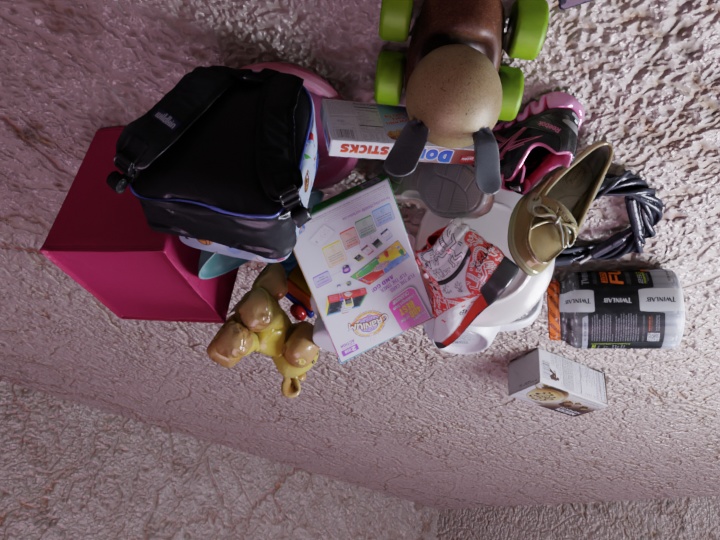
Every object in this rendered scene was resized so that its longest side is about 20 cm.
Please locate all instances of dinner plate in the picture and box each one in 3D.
[{"bbox_3d":[0.171,-0.025,0.755,0.192,0.209,0.024,6,-179,5],"label":"dinner plate"}]

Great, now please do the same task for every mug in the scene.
[{"bbox_3d":[0.181,0.029,0.848,0.192,0.181,0.149,4,150,8],"label":"mug"}]

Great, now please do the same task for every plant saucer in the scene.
[{"bbox_3d":[-0.138,-0.060,0.734,0.037,0.198,0.199,55,140,2],"label":"plant saucer"},{"bbox_3d":[-0.093,-0.183,0.698,0.193,0.052,0.203,7,148,4],"label":"plant saucer"}]

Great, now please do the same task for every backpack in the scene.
[{"bbox_3d":[-0.124,-0.115,0.581,0.193,0.196,0.155,13,154,2],"label":"backpack"}]

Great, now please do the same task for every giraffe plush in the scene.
[{"bbox_3d":[-0.130,0.106,0.865,0.161,0.175,0.199,39,169,-11],"label":"giraffe plush"}]

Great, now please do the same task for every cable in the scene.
[{"bbox_3d":[0.340,-0.063,0.777,0.157,0.052,0.202,8,149,2],"label":"cable"}]

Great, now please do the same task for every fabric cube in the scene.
[{"bbox_3d":[-0.292,-0.062,0.804,0.189,0.205,0.202,2,149,13],"label":"fabric cube"}]

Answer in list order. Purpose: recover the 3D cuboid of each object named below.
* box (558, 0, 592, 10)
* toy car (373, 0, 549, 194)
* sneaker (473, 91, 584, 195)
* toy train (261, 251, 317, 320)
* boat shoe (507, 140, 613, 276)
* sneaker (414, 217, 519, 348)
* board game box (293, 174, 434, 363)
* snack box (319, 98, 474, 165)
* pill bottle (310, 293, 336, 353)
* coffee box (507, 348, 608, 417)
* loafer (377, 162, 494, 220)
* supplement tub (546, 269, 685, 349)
[{"bbox_3d":[0.218,-0.289,0.357,0.194,0.136,0.115,-8,143,26],"label":"box"},{"bbox_3d":[0.087,-0.159,0.536,0.158,0.206,0.159,8,150,2],"label":"toy car"},{"bbox_3d":[0.177,-0.129,0.670,0.078,0.098,0.197,26,147,-31],"label":"sneaker"},{"bbox_3d":[-0.079,0.035,0.946,0.198,0.085,0.116,40,153,3],"label":"toy train"},{"bbox_3d":[0.235,-0.078,0.641,0.073,0.201,0.063,46,149,-5],"label":"boat shoe"},{"bbox_3d":[0.110,0.016,0.691,0.108,0.067,0.203,42,150,10],"label":"sneaker"},{"bbox_3d":[0.000,0.000,0.733,0.149,0.040,0.206,-23,109,-5],"label":"board game box"},{"bbox_3d":[0.053,-0.156,0.627,0.193,0.074,0.025,0,140,-18],"label":"snack box"},{"bbox_3d":[-0.020,0.017,0.858,0.107,0.206,0.113,6,150,4],"label":"pill bottle"},{"bbox_3d":[0.445,0.257,1.248,0.194,0.082,0.113,20,147,-18],"label":"coffee box"},{"bbox_3d":[0.101,-0.106,0.708,0.062,0.074,0.198,15,-174,-40],"label":"loafer"},{"bbox_3d":[0.406,0.064,0.897,0.193,0.126,0.124,-2,148,18],"label":"supplement tub"}]
